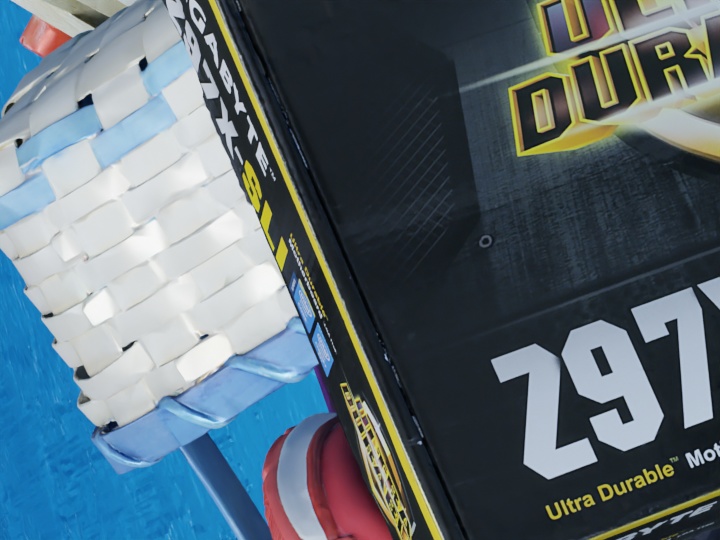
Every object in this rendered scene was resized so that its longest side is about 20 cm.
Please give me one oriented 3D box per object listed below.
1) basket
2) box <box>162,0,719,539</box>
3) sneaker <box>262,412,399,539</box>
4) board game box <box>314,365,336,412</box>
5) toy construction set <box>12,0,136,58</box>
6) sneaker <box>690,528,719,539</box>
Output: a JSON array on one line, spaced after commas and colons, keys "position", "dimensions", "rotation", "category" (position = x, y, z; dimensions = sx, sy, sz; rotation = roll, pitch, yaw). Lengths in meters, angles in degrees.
[{"position": [0.000, 0.000, 0.836], "dimensions": [0.200, 0.176, 0.139], "rotation": [56, -151, -10], "category": "basket"}, {"position": [0.076, -0.032, 0.624], "dimensions": [0.049, 0.199, 0.160], "rotation": [115, 134, -69], "category": "box"}, {"position": [0.053, 0.035, 0.686], "dimensions": [0.078, 0.115, 0.200], "rotation": [54, -164, -2], "category": "sneaker"}, {"position": [0.012, -0.018, 0.983], "dimensions": [0.120, 0.032, 0.200], "rotation": [66, 158, 11], "category": "board game box"}, {"position": [-0.051, -0.144, 0.987], "dimensions": [0.200, 0.131, 0.092], "rotation": [-60, 3, 20], "category": "toy construction set"}, {"position": [0.090, 0.111, 0.879], "dimensions": [0.200, 0.082, 0.070], "rotation": [-41, 91, 28], "category": "sneaker"}]
